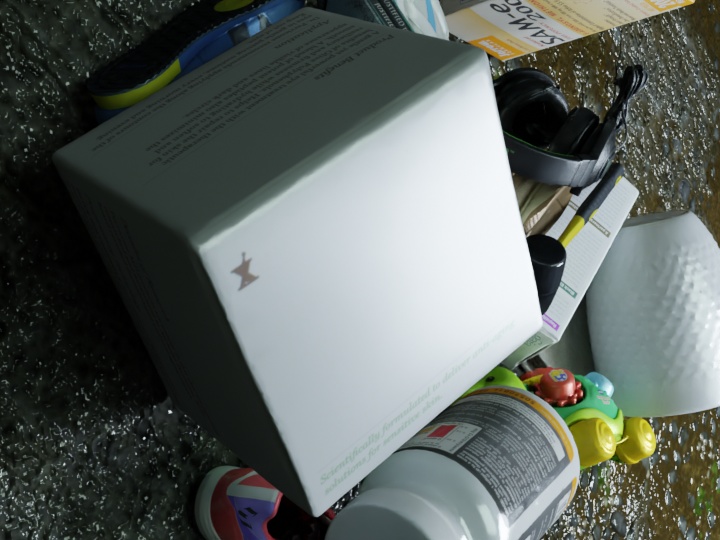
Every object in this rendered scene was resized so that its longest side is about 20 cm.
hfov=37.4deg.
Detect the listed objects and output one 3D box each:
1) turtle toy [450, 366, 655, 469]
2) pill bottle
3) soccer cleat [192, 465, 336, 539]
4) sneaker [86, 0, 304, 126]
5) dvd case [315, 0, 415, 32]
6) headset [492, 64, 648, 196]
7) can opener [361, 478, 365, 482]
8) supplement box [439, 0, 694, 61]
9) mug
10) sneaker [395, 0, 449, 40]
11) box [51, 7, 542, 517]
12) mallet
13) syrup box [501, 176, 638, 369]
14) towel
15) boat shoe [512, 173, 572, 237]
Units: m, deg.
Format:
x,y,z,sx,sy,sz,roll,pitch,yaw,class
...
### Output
x,y,z,sx,sy,sz,roll,pitch,yaw,class
0.157,0.136,0.940,0.199,0.145,0.102,10,58,-48,turtle toy
0.067,0.164,0.742,0.200,0.116,0.117,-24,105,-54,pill bottle
-0.030,0.198,0.744,0.200,0.073,0.068,46,53,-37,soccer cleat
-0.099,-0.129,0.710,0.200,0.066,0.079,-49,133,-40,sneaker
0.022,-0.105,0.729,0.022,0.146,0.201,-22,70,-20,dvd case
0.163,-0.126,0.865,0.199,0.123,0.094,-9,133,-45,headset
0.022,0.139,0.825,0.200,0.078,0.064,33,54,-54,can opener
0.173,-0.258,0.934,0.126,0.199,0.074,12,73,-47,supplement box
0.296,0.032,1.062,0.200,0.147,0.176,-44,122,-79,mug
0.042,-0.164,0.866,0.081,0.076,0.201,-23,105,-48,sneaker
-0.029,-0.015,0.626,0.199,0.171,0.201,-36,127,-23,box
0.180,-0.029,0.913,0.200,0.041,0.066,-41,153,-48,mallet
0.168,-0.016,0.967,0.081,0.079,0.200,39,57,-3,syrup box
0.201,0.055,1.067,0.200,0.034,0.133,50,50,-33,towel
0.103,-0.032,0.872,0.200,0.064,0.072,-40,156,-39,boat shoe
